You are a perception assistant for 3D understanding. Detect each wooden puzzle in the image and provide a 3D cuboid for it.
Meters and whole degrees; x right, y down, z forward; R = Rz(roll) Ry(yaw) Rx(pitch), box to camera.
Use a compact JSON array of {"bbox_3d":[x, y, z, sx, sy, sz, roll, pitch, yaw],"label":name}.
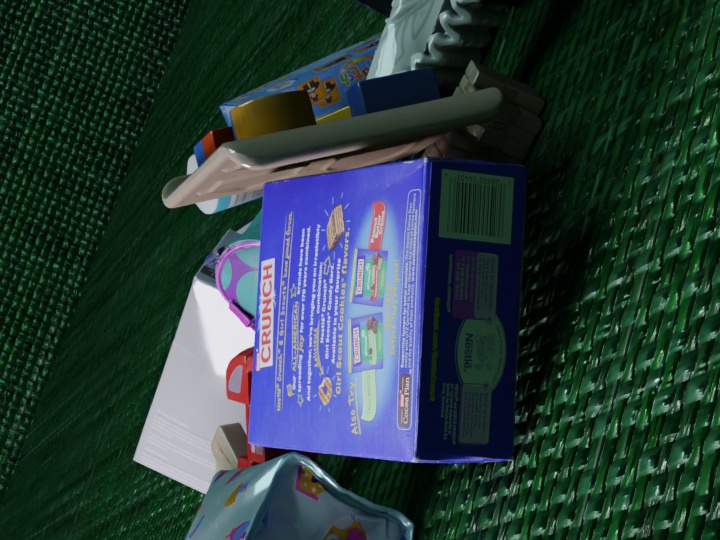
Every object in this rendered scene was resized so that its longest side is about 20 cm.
[{"bbox_3d":[-0.025,-0.089,1.205,0.200,0.183,0.047,166,91,-70],"label":"wooden puzzle"}]

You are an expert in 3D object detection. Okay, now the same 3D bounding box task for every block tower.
[{"bbox_3d":[0.056,-0.040,1.285,0.054,0.057,0.202,-107,40,-70],"label":"block tower"}]

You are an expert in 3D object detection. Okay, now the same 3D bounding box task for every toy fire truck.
[{"bbox_3d":[-0.079,0.151,1.373,0.141,0.048,0.203,5,99,59],"label":"toy fire truck"}]

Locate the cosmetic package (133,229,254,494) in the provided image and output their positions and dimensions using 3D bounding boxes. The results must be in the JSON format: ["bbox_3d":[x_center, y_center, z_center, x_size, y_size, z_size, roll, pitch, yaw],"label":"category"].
[{"bbox_3d":[-0.100,0.081,1.494,0.201,0.106,0.090,-66,-3,31],"label":"cosmetic package"}]

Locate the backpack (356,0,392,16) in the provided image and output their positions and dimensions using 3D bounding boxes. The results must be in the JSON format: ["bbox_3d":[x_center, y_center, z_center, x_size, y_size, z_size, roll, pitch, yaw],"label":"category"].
[{"bbox_3d":[0.036,-0.317,1.546,0.191,0.200,0.154,-58,-17,26],"label":"backpack"}]

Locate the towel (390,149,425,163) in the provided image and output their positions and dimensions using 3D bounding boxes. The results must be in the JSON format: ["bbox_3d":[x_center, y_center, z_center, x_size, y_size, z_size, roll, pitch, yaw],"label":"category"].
[{"bbox_3d":[0.000,0.000,1.383,0.201,0.024,0.145,-67,-7,33],"label":"towel"}]

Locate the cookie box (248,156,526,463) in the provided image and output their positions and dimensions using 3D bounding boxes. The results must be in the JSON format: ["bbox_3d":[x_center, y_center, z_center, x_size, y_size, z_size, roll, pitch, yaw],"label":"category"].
[{"bbox_3d":[0.012,0.025,1.124,0.199,0.074,0.173,-2,84,59],"label":"cookie box"}]

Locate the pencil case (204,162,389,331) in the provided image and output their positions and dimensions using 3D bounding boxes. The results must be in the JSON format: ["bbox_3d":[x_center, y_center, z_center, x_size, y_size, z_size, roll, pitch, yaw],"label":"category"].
[{"bbox_3d":[-0.039,-0.038,1.412,0.092,0.085,0.200,-29,18,39],"label":"pencil case"}]

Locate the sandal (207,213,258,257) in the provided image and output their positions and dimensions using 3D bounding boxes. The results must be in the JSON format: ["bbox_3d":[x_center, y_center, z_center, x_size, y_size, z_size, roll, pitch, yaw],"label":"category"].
[{"bbox_3d":[-0.042,-0.042,1.576,0.199,0.075,0.045,-36,59,20],"label":"sandal"}]

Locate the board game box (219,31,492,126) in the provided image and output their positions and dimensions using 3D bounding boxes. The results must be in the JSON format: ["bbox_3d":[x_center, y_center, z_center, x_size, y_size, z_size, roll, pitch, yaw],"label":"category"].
[{"bbox_3d":[-0.008,-0.158,1.501,0.198,0.037,0.151,-24,10,-9],"label":"board game box"}]

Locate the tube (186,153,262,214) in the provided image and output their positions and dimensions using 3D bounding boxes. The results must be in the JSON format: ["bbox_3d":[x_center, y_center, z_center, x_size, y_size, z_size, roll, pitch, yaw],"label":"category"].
[{"bbox_3d":[-0.050,-0.096,1.576,0.077,0.198,0.051,-36,74,57],"label":"tube"}]

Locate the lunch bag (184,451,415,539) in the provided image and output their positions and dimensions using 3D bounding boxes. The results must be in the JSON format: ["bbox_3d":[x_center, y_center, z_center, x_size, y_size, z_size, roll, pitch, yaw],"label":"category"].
[{"bbox_3d":[-0.068,0.231,1.188,0.202,0.121,0.170,-66,14,-19],"label":"lunch bag"}]

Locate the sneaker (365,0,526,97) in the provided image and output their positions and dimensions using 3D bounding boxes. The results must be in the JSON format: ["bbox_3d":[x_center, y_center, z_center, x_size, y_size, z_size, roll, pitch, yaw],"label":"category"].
[{"bbox_3d":[0.049,-0.173,1.323,0.081,0.075,0.201,48,116,25],"label":"sneaker"}]
